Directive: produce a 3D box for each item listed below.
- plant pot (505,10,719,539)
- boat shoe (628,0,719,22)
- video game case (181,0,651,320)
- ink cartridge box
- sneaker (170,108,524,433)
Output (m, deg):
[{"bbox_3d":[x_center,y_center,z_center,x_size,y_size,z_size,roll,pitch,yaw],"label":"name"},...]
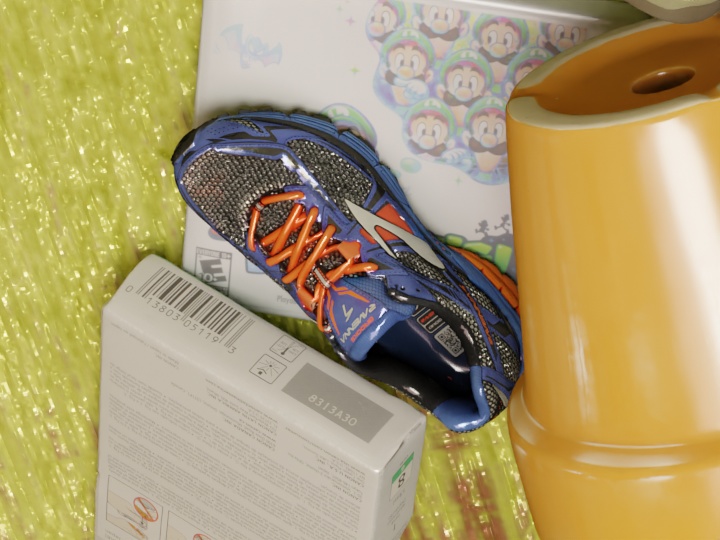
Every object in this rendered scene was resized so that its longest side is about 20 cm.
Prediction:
[{"bbox_3d":[0.142,0.000,1.153,0.200,0.200,0.183,-13,111,16],"label":"plant pot"},{"bbox_3d":[0.070,-0.177,1.128,0.200,0.072,0.068,26,147,3],"label":"boat shoe"},{"bbox_3d":[0.021,-0.051,1.308,0.200,0.024,0.182,9,121,4],"label":"video game case"},{"bbox_3d":[-0.053,0.104,1.376,0.161,0.050,0.200,30,144,19],"label":"ink cartridge box"},{"bbox_3d":[0.000,0.000,1.282,0.200,0.078,0.075,35,119,-12],"label":"sneaker"}]
